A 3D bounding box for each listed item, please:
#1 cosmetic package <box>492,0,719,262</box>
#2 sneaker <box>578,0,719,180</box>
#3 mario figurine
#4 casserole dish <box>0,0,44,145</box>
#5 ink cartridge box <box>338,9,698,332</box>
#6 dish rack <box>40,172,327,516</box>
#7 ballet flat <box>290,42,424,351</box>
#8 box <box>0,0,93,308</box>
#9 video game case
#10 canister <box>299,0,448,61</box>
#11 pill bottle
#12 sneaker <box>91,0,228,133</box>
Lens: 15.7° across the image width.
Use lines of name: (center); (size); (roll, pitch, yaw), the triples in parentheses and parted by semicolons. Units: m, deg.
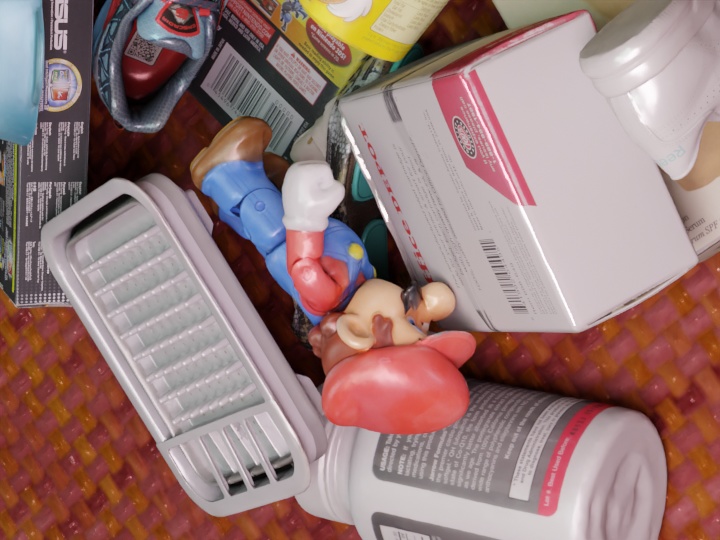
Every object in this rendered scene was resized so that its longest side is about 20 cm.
cosmetic package: (0.156, -0.109, 1.377); (0.105, 0.071, 0.201); (-37, 79, 34)
sneaker: (0.187, -0.118, 1.296); (0.075, 0.200, 0.089); (-14, 112, 53)
mario figurine: (0.000, 0.000, 1.411); (0.200, 0.123, 0.106); (51, 121, 22)
casserole dish: (-0.225, -0.145, 1.521); (0.200, 0.039, 0.122); (-140, 50, -62)
ink cartridge box: (0.077, -0.047, 1.367); (0.147, 0.084, 0.200); (65, 161, -7)
dish rack: (-0.094, 0.038, 1.476); (0.201, 0.043, 0.171); (58, 152, -4)
ballet flat: (-0.012, -0.043, 1.505); (0.072, 0.072, 0.202); (18, 111, 29)
box: (-0.205, -0.094, 1.591); (0.160, 0.044, 0.202); (-145, 56, -64)
video game case: (-0.062, -0.183, 1.538); (0.200, 0.025, 0.181); (45, 121, 19)
canister: (0.039, -0.228, 1.381); (0.200, 0.086, 0.149); (-51, 39, 23)
pill bottle: (0.063, 0.117, 1.467); (0.199, 0.110, 0.112); (10, 106, 32)
sneaker: (-0.095, -0.162, 1.482); (0.079, 0.096, 0.201); (14, 124, -16)
